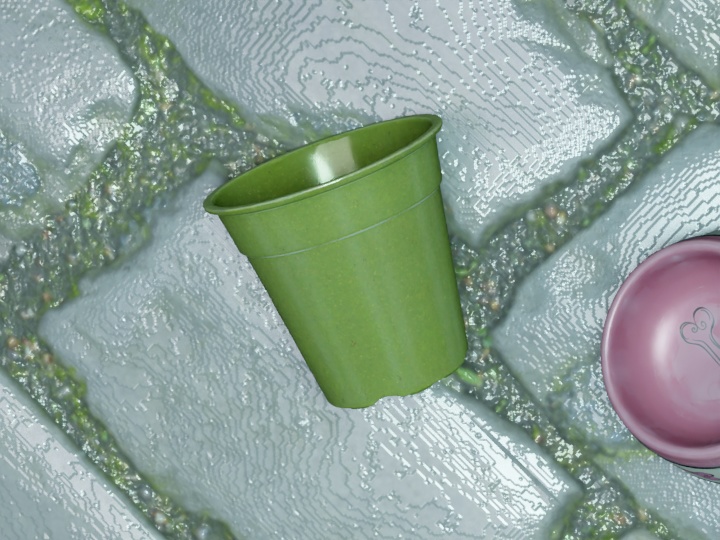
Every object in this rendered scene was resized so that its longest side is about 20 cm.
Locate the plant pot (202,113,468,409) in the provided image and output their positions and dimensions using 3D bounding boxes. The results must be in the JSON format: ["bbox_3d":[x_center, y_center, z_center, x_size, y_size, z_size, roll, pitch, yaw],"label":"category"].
[{"bbox_3d":[0.000,0.000,1.578,0.199,0.200,0.191,-16,104,15],"label":"plant pot"}]

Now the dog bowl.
[{"bbox_3d":[0.271,0.062,1.520,0.199,0.074,0.201,-6,81,37],"label":"dog bowl"}]
